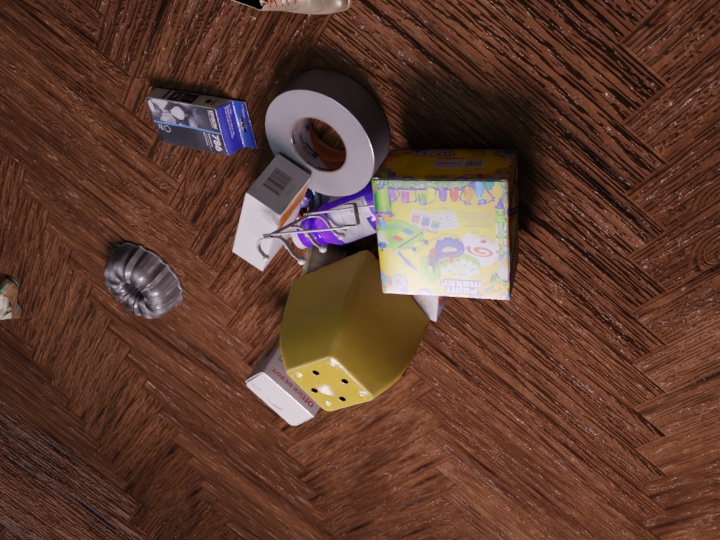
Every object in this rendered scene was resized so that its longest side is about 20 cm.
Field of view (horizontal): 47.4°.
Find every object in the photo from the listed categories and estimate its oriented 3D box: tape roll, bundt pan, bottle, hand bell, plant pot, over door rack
[{"bbox_3d":[-0.054,-0.220,1.322,0.198,0.066,0.202,20,140,18],"label":"tape roll"},{"bbox_3d":[-0.516,0.034,1.908,0.200,0.076,0.203,20,140,18],"label":"bundt pan"},{"bbox_3d":[-0.030,-0.088,1.414,0.198,0.065,0.084,-19,115,31],"label":"bottle"},{"bbox_3d":[0.000,0.000,1.514,0.198,0.105,0.105,15,139,6],"label":"hand bell"},{"bbox_3d":[-0.027,0.123,1.420,0.193,0.201,0.196,-22,122,37],"label":"plant pot"},{"bbox_3d":[-0.049,-0.067,1.302,0.198,0.148,0.067,-17,100,31],"label":"over door rack"}]

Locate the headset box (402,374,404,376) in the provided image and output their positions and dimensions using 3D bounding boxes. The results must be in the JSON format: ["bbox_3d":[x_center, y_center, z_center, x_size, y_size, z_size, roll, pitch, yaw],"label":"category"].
[{"bbox_3d":[0.001,0.114,1.622,0.198,0.075,0.150,10,135,27],"label":"headset box"}]

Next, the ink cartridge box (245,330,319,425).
[{"bbox_3d":[-0.121,0.194,1.692,0.145,0.201,0.083,42,141,-12],"label":"ink cartridge box"}]

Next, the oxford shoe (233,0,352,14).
[{"bbox_3d":[-0.108,-0.392,1.172,0.198,0.075,0.071,14,137,23],"label":"oxford shoe"}]

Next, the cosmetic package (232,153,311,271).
[{"bbox_3d":[-0.155,-0.095,1.406,0.071,0.102,0.200,33,150,2],"label":"cosmetic package"}]

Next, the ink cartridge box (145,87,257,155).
[{"bbox_3d":[-0.284,-0.264,1.463,0.198,0.039,0.100,12,136,24],"label":"ink cartridge box"}]

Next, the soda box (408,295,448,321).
[{"bbox_3d":[0.120,-0.006,1.424,0.068,0.064,0.201,19,140,18],"label":"soda box"}]

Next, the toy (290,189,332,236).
[{"bbox_3d":[-0.129,-0.122,1.491,0.115,0.047,0.199,44,141,-16],"label":"toy"}]

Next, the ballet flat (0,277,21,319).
[{"bbox_3d":[-1.006,0.096,2.323,0.067,0.073,0.200,33,142,-1],"label":"ballet flat"}]

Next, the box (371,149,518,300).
[{"bbox_3d":[0.133,-0.072,1.237,0.197,0.122,0.195,3,119,17],"label":"box"}]
